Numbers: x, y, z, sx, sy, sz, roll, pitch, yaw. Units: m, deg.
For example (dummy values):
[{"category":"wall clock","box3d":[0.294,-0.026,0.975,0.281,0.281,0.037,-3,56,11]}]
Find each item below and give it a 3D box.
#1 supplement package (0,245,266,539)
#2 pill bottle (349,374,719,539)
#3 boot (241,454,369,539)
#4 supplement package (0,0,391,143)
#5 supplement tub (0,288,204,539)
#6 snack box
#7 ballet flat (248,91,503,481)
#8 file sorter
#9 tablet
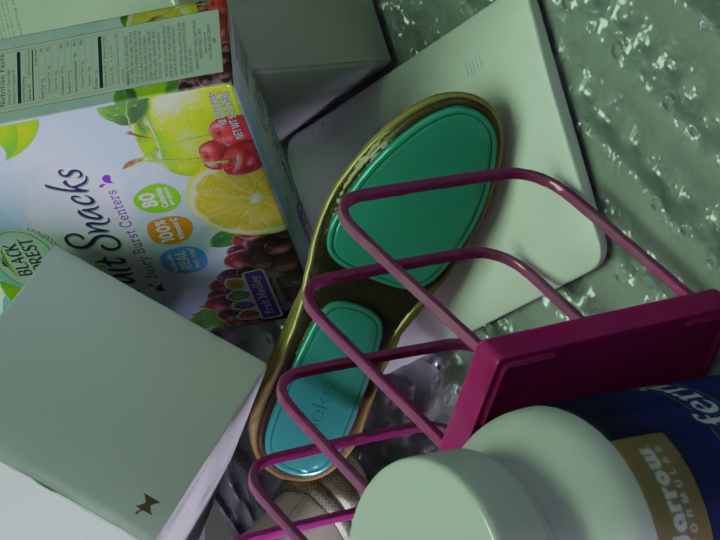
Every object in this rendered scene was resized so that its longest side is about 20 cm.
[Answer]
[{"category":"supplement package","box3d":[-0.136,0.110,1.125,0.116,0.118,0.201,29,140,4]},{"category":"pill bottle","box3d":[0.100,0.103,0.913,0.115,0.199,0.117,11,105,51]},{"category":"boot","box3d":[-0.045,0.191,1.175,0.072,0.155,0.201,25,141,22]},{"category":"supplement package","box3d":[-0.098,-0.113,1.209,0.200,0.119,0.122,-32,70,50]},{"category":"supplement tub","box3d":[-0.146,0.081,1.295,0.132,0.131,0.202,14,106,51]},{"category":"snack box","box3d":[-0.106,-0.036,1.115,0.200,0.141,0.053,70,-168,-58]},{"category":"ballet flat","box3d":[0.000,0.000,1.112,0.201,0.068,0.063,-61,15,16]},{"category":"file sorter","box3d":[0.039,0.071,1.033,0.125,0.138,0.201,43,127,35]},{"category":"tablet","box3d":[0.034,-0.034,1.135,0.200,0.014,0.131,-30,72,51]}]
